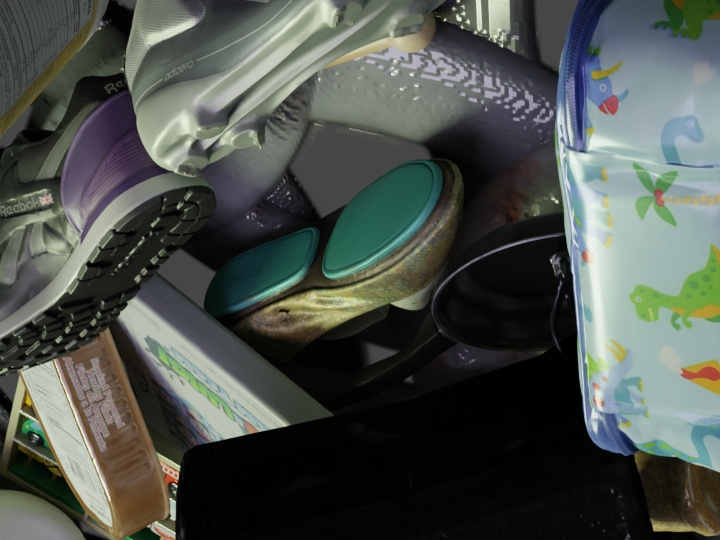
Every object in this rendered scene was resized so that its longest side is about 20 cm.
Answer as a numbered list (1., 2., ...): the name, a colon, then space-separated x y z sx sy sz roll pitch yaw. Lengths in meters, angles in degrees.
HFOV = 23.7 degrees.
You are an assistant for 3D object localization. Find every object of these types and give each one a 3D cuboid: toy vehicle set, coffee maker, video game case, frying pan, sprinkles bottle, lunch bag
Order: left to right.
1. toy vehicle set: -0.134 0.139 1.093 0.199 0.027 0.125 29 140 5
2. video game case: -0.060 0.089 0.924 0.199 0.024 0.183 37 157 24
3. coffee maker: 0.021 0.102 0.752 0.198 0.135 0.194 -15 92 3
4. frying pan: 0.070 0.023 0.809 0.114 0.031 0.190 10 148 -28
5. sprinkles bottle: 0.093 0.100 0.875 0.199 0.068 0.069 -6 127 36
6. lunch bag: 0.136 -0.036 0.641 0.082 0.161 0.201 9 132 28

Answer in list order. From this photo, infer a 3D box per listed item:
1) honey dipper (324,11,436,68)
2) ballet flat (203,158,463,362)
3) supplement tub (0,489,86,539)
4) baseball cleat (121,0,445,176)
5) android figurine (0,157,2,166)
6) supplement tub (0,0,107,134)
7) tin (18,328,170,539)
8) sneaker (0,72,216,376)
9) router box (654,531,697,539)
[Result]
1. honey dipper: -0.046 -0.092 0.802 0.199 0.038 0.038 -14 122 37
2. ballet flat: 0.000 0.000 0.843 0.071 0.071 0.199 47 140 -16
3. supplement tub: -0.286 0.216 1.164 0.199 0.146 0.146 -2 130 49
4. baseball cleat: -0.031 -0.126 0.729 0.199 0.070 0.107 -33 66 23
5. android figurine: -0.286 -0.094 0.951 0.198 0.041 0.183 18 138 15
6. supplement tub: -0.195 -0.120 0.727 0.144 0.201 0.146 17 138 16
7. tin: -0.163 0.060 0.968 0.112 0.042 0.202 14 126 58
8. sneaker: -0.151 -0.021 0.849 0.200 0.075 0.088 -39 71 34
9. router box: 0.143 0.237 0.954 0.149 0.051 0.200 41 123 -11
